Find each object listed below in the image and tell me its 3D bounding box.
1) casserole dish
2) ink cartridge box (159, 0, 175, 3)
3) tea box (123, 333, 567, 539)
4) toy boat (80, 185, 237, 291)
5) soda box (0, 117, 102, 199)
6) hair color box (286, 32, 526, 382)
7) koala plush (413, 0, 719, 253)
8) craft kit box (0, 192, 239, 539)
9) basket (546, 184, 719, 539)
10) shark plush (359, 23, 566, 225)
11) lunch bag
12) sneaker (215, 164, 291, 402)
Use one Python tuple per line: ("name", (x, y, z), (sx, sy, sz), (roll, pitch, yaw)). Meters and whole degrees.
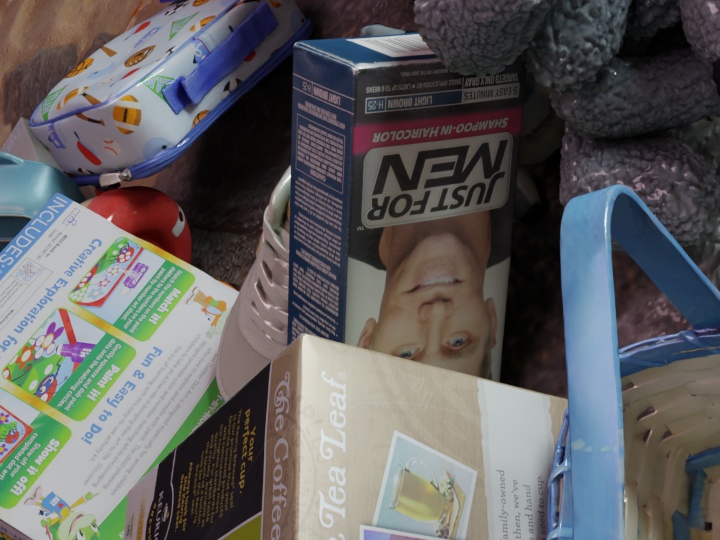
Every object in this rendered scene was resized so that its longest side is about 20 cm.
("casserole dish", (-0.244, -0.003, 0.946), (0.119, 0.201, 0.039), (-2, 50, 10))
("ink cartridge box", (-0.106, -0.303, 0.962), (0.201, 0.094, 0.044), (-51, 30, -17))
("tea box", (-0.013, 0.165, 0.522), (0.197, 0.132, 0.203), (-42, 41, 51))
("toy boat", (-0.137, 0.037, 0.873), (0.129, 0.131, 0.203), (-10, 59, 14))
("soda box", (-0.255, -0.048, 1.086), (0.064, 0.068, 0.201), (-53, 38, 15))
("hair color box", (0.020, -0.009, 0.627), (0.060, 0.099, 0.203), (32, 125, 52))
("koala plush", (0.161, -0.124, 0.531), (0.199, 0.177, 0.185), (1, 51, 55))
("craft kit box", (-0.155, 0.071, 0.752), (0.195, 0.049, 0.201), (26, 55, 15))
("basket", (0.121, 0.086, 0.428), (0.138, 0.199, 0.179), (-16, 58, 37))
("shark plush", (0.060, -0.116, 0.717), (0.091, 0.083, 0.201), (-52, 39, 17))
("lunch bag", (-0.133, -0.135, 0.916), (0.159, 0.076, 0.200), (-3, 38, 48))
("sneaker", (-0.028, -0.008, 0.697), (0.076, 0.080, 0.202), (36, 104, 24))
